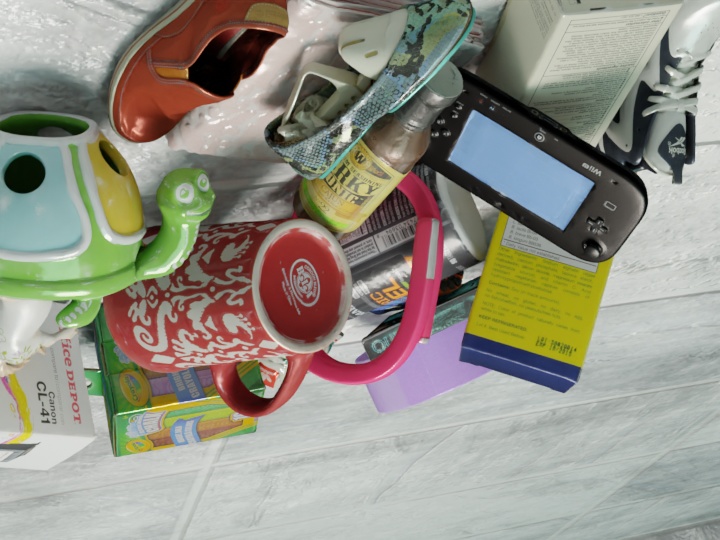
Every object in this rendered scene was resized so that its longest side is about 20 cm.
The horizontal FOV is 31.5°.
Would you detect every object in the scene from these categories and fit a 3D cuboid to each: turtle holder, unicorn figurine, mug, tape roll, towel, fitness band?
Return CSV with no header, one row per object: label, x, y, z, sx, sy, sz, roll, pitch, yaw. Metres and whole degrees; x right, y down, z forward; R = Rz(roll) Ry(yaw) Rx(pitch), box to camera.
turtle holder,-0.217,-0.041,0.938,0.184,0.133,0.141,15,-156,22
unicorn figurine,-0.284,0.014,1.086,0.137,0.073,0.201,-30,136,-50
mug,-0.096,0.030,1.094,0.199,0.134,0.177,-7,141,48
tape roll,0.096,0.088,1.431,0.199,0.066,0.200,-25,-178,1
towel,-0.027,-0.143,0.996,0.190,0.032,0.200,5,148,-38
fitness band,0.000,0.000,1.123,0.143,0.202,0.037,9,179,25

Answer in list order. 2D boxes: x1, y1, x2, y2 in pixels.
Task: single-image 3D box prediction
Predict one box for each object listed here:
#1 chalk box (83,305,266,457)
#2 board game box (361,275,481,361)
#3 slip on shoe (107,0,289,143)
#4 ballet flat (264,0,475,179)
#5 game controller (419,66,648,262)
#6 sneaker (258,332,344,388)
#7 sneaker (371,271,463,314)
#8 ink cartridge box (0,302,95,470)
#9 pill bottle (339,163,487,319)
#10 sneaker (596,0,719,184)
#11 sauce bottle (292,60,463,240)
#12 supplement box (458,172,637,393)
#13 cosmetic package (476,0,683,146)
chalk box,-0.210,0.107,1.309,0.198,0.125,0.125,-10,155,-14
board game box,0.106,0.034,1.350,0.199,0.028,0.135,-25,-178,16
slip on shoe,-0.118,-0.143,0.902,0.074,0.062,0.200,5,150,-42
ballet flat,-0.003,-0.137,0.916,0.074,0.075,0.200,7,142,-42
game controller,0.128,-0.083,1.003,0.199,0.042,0.104,31,151,4
sneaker,-0.077,0.082,1.329,0.094,0.070,0.200,-55,168,0
sneaker,0.010,0.018,1.320,0.199,0.076,0.078,0,155,-28
ink cartridge box,-0.353,0.096,1.167,0.085,0.149,0.199,-30,154,32
pill bottle,0.010,-0.020,1.194,0.199,0.107,0.106,-24,155,19
sneaker,0.260,-0.142,1.053,0.079,0.130,0.199,2,151,-39
sauce bottle,0.012,-0.097,1.005,0.064,0.065,0.200,-1,151,-31
supplement box,0.169,-0.002,1.166,0.108,0.202,0.110,17,172,6
cosmetic package,0.162,-0.170,1.003,0.103,0.074,0.200,-8,155,-17
